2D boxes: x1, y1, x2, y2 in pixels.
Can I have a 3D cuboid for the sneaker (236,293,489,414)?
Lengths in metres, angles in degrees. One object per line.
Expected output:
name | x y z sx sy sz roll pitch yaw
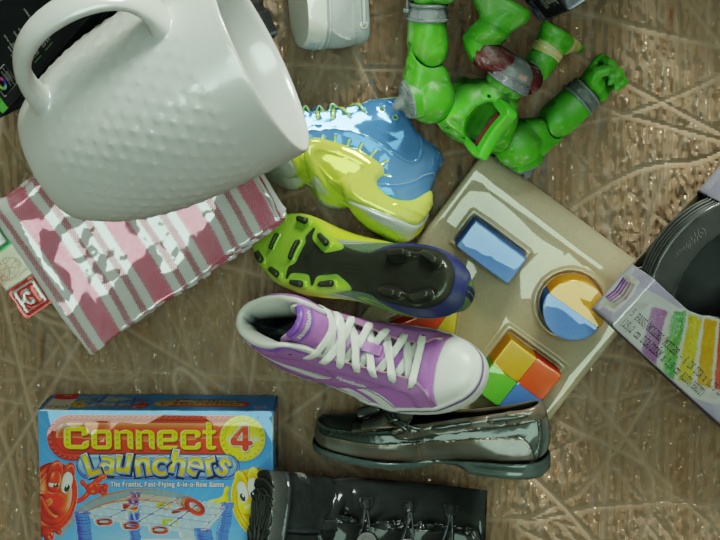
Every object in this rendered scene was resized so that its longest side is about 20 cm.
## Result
sneaker | -0.005 0.064 0.998 0.200 0.114 0.073 7 77 21

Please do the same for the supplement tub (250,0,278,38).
supplement tub | -0.139 -0.260 0.993 0.107 0.107 0.200 -27 98 3

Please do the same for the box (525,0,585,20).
box | 0.133 -0.304 0.968 0.107 0.148 0.200 -36 96 5

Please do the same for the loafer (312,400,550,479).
loafer | 0.059 0.128 1.053 0.199 0.072 0.063 4 108 10

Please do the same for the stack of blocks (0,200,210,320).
stack of blocks | -0.219 -0.063 1.041 0.200 0.059 0.115 -33 97 4

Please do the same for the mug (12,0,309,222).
mug | -0.156 -0.125 0.886 0.175 0.200 0.148 -25 58 11

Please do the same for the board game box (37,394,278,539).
board game box | -0.169 0.207 1.080 0.199 0.056 0.196 0 98 0

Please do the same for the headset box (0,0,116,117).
headset box | -0.257 -0.238 0.955 0.200 0.093 0.174 -31 96 45

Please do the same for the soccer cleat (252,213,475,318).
soccer cleat | 0.000 0.001 1.029 0.200 0.084 0.065 13 82 32

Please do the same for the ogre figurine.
ogre figurine | 0.106 -0.153 1.009 0.200 0.098 0.120 19 104 -45

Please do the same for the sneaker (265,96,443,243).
sneaker | -0.021 -0.109 1.042 0.200 0.076 0.105 31 78 -4

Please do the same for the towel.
towel | -0.176 -0.045 0.999 0.200 0.030 0.147 -34 95 4

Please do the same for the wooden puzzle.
wooden puzzle | 0.120 0.034 1.064 0.185 0.046 0.200 36 96 -5

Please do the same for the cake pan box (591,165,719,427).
cake pan box | 0.315 0.023 1.041 0.200 0.052 0.184 41 93 -21

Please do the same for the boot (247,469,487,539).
boot | 0.003 0.251 1.056 0.199 0.066 0.165 9 96 -24

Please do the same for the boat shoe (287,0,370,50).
boat shoe | -0.019 -0.278 1.014 0.068 0.072 0.201 -3 91 -22
